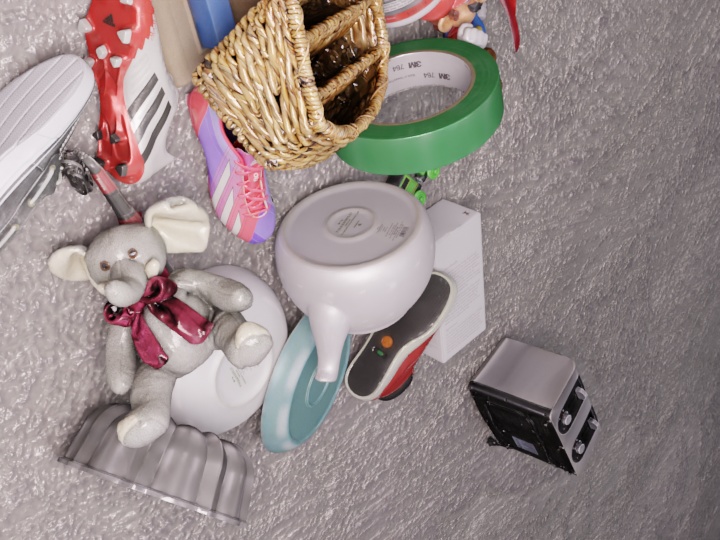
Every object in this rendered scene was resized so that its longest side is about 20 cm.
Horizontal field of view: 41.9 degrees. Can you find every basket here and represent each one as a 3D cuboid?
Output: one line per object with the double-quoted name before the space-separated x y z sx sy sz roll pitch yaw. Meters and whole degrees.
"basket" -0.032 -0.195 0.883 0.143 0.149 0.200 50 32 -6

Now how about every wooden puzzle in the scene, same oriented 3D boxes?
"wooden puzzle" -0.129 -0.294 0.888 0.200 0.046 0.187 -40 135 -30

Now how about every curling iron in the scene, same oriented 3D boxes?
"curling iron" -0.227 -0.052 0.902 0.026 0.049 0.200 -62 149 -20

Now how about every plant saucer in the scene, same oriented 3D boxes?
"plant saucer" -0.059 0.134 1.156 0.201 0.027 0.201 -54 156 -38

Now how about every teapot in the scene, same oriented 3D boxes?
"teapot" 0.000 0.000 1.085 0.198 0.198 0.147 -22 131 -12

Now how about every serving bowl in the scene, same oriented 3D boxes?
"serving bowl" -0.150 0.099 1.049 0.199 0.065 0.202 -27 127 -41

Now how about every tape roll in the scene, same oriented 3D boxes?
"tape roll" 0.057 -0.185 1.041 0.200 0.199 0.048 -43 136 -27

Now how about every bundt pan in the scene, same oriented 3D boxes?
"bundt pan" -0.196 0.190 0.946 0.202 0.200 0.076 39 64 -51

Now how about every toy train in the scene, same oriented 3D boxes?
"toy train" 0.053 -0.095 1.215 0.056 0.042 0.201 34 82 -42

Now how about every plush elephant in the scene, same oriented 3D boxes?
"plush elephant" -0.193 0.023 0.867 0.164 0.201 0.155 -33 125 7

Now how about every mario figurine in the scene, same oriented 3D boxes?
"mario figurine" 0.140 -0.301 1.152 0.106 0.123 0.200 -46 144 -5

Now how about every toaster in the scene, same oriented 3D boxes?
"toaster" 0.283 0.223 1.545 0.119 0.199 0.182 -50 132 -23

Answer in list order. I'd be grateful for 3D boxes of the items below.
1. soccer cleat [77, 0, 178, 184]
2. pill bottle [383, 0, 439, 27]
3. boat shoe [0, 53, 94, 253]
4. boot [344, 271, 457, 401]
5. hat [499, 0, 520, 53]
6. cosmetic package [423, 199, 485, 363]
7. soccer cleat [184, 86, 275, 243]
"soccer cleat" -0.202 -0.177 0.851 0.085 0.068 0.202 -31 132 -52
"pill bottle" 0.009 -0.358 0.964 0.116 0.115 0.200 -56 142 -13
"boat shoe" -0.288 -0.091 0.794 0.200 0.072 0.071 -51 149 -3
"boot" 0.069 0.092 1.276 0.201 0.072 0.144 -52 159 5
"hat" 0.143 -0.363 1.105 0.166 0.198 0.177 -80 -164 -66
"cosmetic package" 0.116 0.016 1.318 0.101 0.071 0.202 -33 132 -34
"soccer cleat" -0.122 -0.104 0.968 0.067 0.076 0.201 -37 132 -28
